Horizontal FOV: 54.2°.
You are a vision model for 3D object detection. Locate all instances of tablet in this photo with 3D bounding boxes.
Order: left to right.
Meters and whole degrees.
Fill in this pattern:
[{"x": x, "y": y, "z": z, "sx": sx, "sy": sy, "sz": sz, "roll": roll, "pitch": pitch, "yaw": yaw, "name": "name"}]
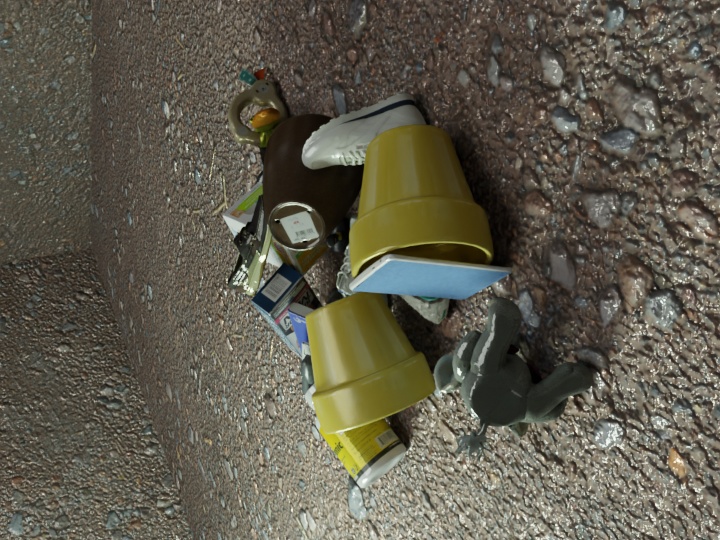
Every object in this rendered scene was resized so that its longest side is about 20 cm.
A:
[{"x": 0.097, "y": 0.010, "z": 0.975, "sx": 0.130, "sy": 0.197, "sz": 0.014, "roll": -38, "pitch": 52, "yaw": 57, "name": "tablet"}]

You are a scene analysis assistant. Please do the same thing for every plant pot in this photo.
[{"x": -0.088, "y": -0.129, "z": 1.171, "sx": 0.201, "sy": 0.184, "sz": 0.189, "roll": -81, "pitch": 5, "yaw": -51, "name": "plant pot"}, {"x": -0.001, "y": 0.140, "z": 1.150, "sx": 0.200, "sy": 0.199, "sz": 0.191, "roll": -27, "pitch": 83, "yaw": 59, "name": "plant pot"}, {"x": 0.077, "y": -0.091, "z": 0.995, "sx": 0.200, "sy": 0.198, "sz": 0.192, "roll": -37, "pitch": 54, "yaw": 57, "name": "plant pot"}]

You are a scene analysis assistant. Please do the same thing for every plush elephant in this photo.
[{"x": 0.184, "y": 0.144, "z": 0.939, "sx": 0.201, "sy": 0.163, "sz": 0.155, "roll": -57, "pitch": 4, "yaw": 10, "name": "plush elephant"}]

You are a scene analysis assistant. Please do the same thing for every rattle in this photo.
[{"x": -0.212, "y": -0.367, "z": 1.437, "sx": 0.143, "sy": 0.128, "sz": 0.203, "roll": 70, "pitch": -157, "yaw": -70, "name": "rattle"}]

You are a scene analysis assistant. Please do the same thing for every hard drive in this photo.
[{"x": -0.063, "y": 0.154, "z": 1.344, "sx": 0.130, "sy": 0.025, "sz": 0.202, "roll": 20, "pitch": 144, "yaw": 26, "name": "hard drive"}]

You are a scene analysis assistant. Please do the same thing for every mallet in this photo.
[{"x": -0.044, "y": -0.069, "z": 1.254, "sx": 0.200, "sy": 0.040, "sz": 0.067, "roll": 15, "pitch": -110, "yaw": -86, "name": "mallet"}]

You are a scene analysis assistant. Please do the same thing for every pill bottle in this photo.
[{"x": -0.015, "y": 0.290, "z": 1.308, "sx": 0.201, "sy": 0.110, "sz": 0.112, "roll": 50, "pitch": 141, "yaw": 20, "name": "pill bottle"}]

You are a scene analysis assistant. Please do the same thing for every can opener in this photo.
[{"x": -0.099, "y": 0.206, "z": 1.357, "sx": 0.053, "sy": 0.067, "sz": 0.201, "roll": 28, "pitch": 147, "yaw": 15, "name": "can opener"}]

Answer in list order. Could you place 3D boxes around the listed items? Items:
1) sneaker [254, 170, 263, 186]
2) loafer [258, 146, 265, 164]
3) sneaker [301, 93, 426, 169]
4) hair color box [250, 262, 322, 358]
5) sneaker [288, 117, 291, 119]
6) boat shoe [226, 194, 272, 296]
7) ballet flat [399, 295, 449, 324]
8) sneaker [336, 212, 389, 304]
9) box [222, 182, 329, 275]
[{"x": -0.179, "y": -0.123, "z": 1.552, "sx": 0.082, "sy": 0.071, "sz": 0.203, "roll": 6, "pitch": 106, "yaw": 31, "name": "sneaker"}, {"x": -0.152, "y": -0.204, "z": 1.464, "sx": 0.201, "sy": 0.072, "sz": 0.072, "roll": -125, "pitch": 27, "yaw": -43, "name": "loafer"}, {"x": 0.005, "y": -0.196, "z": 1.076, "sx": 0.076, "sy": 0.198, "sz": 0.081, "roll": 51, "pitch": -165, "yaw": -76, "name": "sneaker"}, {"x": -0.127, "y": 0.085, "z": 1.381, "sx": 0.060, "sy": 0.100, "sz": 0.201, "roll": 31, "pitch": 162, "yaw": 33, "name": "hair color box"}, {"x": -0.118, "y": -0.245, "z": 1.349, "sx": 0.200, "sy": 0.098, "sz": 0.076, "roll": 42, "pitch": 136, "yaw": 48, "name": "sneaker"}, {"x": -0.201, "y": -0.046, "z": 1.285, "sx": 0.073, "sy": 0.064, "sz": 0.203, "roll": -118, "pitch": 40, "yaw": -61, "name": "boat shoe"}, {"x": 0.074, "y": 0.025, "z": 1.151, "sx": 0.200, "sy": 0.071, "sz": 0.073, "roll": 43, "pitch": 135, "yaw": 46, "name": "ballet flat"}, {"x": 0.000, "y": 0.000, "z": 1.245, "sx": 0.074, "sy": 0.086, "sz": 0.204, "roll": 9, "pitch": 106, "yaw": 60, "name": "sneaker"}, {"x": -0.161, "y": -0.084, "z": 1.400, "sx": 0.199, "sy": 0.113, "sz": 0.102, "roll": 23, "pitch": 149, "yaw": 41, "name": "box"}]
